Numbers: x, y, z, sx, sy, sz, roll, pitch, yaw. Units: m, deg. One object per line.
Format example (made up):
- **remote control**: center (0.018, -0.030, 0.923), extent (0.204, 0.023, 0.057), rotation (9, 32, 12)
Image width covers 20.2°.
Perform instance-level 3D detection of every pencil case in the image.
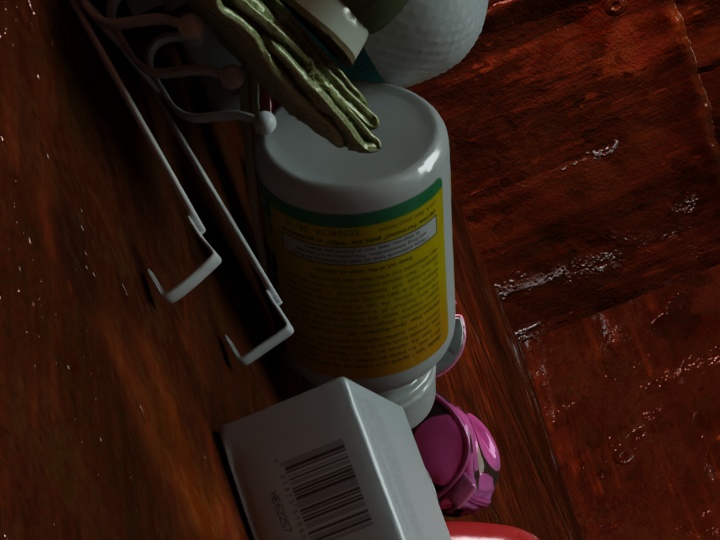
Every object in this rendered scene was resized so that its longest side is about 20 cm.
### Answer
- **pencil case**: center (0.054, 0.136, 1.449), extent (0.093, 0.091, 0.200), rotation (34, 1, 13)

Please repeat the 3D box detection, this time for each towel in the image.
- **towel**: center (-0.068, -0.140, 1.053), extent (0.148, 0.036, 0.200), rotation (47, 2, -35)

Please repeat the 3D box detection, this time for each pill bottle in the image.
- **pill bottle**: center (0.000, 0.000, 1.194), extent (0.113, 0.112, 0.201), rotation (-104, -173, -50)

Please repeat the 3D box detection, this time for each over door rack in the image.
- **over door rack**: center (-0.082, -0.066, 1.043), extent (0.148, 0.066, 0.202), rotation (50, 20, -69)

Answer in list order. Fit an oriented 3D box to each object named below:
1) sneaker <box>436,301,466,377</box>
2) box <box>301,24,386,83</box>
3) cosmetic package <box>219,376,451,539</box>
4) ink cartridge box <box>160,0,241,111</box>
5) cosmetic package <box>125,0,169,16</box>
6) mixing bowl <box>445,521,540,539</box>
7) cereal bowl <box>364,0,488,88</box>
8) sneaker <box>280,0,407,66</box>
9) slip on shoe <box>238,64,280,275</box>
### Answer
- **sneaker**: center (0.009, -0.014, 1.429), extent (0.095, 0.078, 0.202), rotation (146, -68, -68)
- **box**: center (-0.038, -0.194, 1.188), extent (0.082, 0.049, 0.201), rotation (-105, 174, -60)
- **cosmetic package**: center (-0.006, 0.121, 1.054), extent (0.200, 0.073, 0.103), rotation (49, 21, -77)
- **ink cartridge box**: center (-0.069, -0.219, 1.305), extent (0.084, 0.144, 0.201), rotation (-105, 172, -55)
- **cosmetic package**: center (-0.135, -0.254, 1.149), extent (0.051, 0.082, 0.201), rotation (-100, 168, -60)
- **mixing bowl**: center (0.091, 0.243, 1.309), extent (0.200, 0.108, 0.202), rotation (-21, 90, -83)
- **cereal bowl**: center (0.031, -0.214, 1.185), extent (0.200, 0.083, 0.202), rotation (-16, 90, -77)
- **sneaker**: center (-0.027, -0.188, 1.043), extent (0.067, 0.090, 0.200), rotation (43, 4, -47)
- **slip on shoe**: center (-0.035, -0.039, 1.294), extent (0.074, 0.061, 0.202), rotation (-18, 101, -81)
